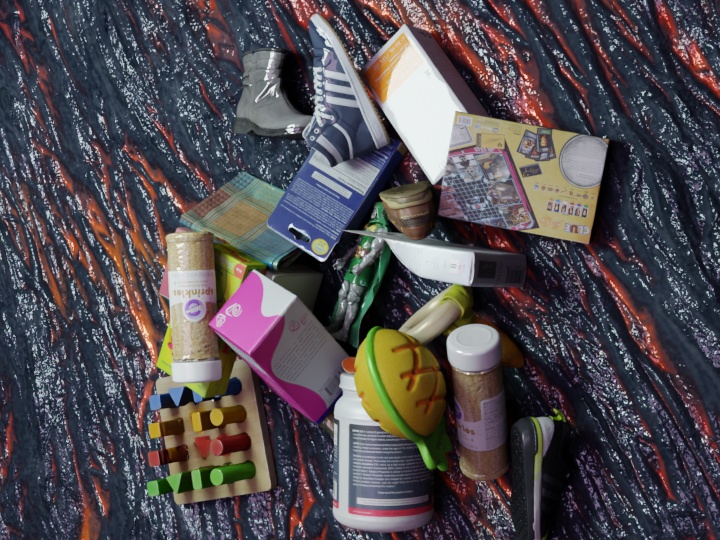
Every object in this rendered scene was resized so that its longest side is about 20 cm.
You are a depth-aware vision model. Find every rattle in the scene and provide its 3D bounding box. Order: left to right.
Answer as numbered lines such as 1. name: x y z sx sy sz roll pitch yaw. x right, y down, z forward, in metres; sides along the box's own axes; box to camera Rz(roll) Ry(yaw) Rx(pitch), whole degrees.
1. rattle: 0.095 0.116 1.636 0.200 0.130 0.143 -41 111 10

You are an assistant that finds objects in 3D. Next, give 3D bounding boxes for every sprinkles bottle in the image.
1. sprinkles bottle: -0.227 0.050 1.653 0.068 0.068 0.203 -4 90 33
2. sprinkles bottle: 0.153 0.170 1.557 0.068 0.068 0.202 12 124 32

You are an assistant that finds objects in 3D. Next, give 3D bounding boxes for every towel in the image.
1. towel: -0.148 -0.075 1.775 0.199 0.146 0.022 26 139 31

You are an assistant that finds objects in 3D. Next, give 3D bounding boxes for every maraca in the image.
1. maraca: 0.061 0.161 1.531 0.106 0.137 0.201 -25 108 24

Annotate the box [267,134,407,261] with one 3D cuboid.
1. box: -0.035 -0.118 1.721 0.121 0.032 0.201 32 86 28

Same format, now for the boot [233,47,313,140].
1. boot: -0.122 -0.260 1.769 0.199 0.069 0.133 13 98 47

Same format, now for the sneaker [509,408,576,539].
1. sneaker: 0.240 0.275 1.555 0.072 0.082 0.202 -124 29 -64

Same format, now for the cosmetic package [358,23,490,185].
1. cosmetic package: 0.095 -0.222 1.646 0.101 0.071 0.201 -43 69 26

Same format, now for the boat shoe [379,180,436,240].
1. boat shoe: 0.065 -0.078 1.604 0.071 0.200 0.068 -13 97 3

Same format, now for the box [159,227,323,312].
1. box: -0.176 0.020 1.793 0.199 0.127 0.110 25 104 30

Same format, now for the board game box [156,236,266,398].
1. board game box: -0.211 0.065 1.713 0.101 0.047 0.202 27 106 29

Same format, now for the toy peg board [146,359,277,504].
1. toy peg board: -0.247 0.252 1.861 0.198 0.097 0.202 -15 83 32

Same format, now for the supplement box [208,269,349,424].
1. supplement box: -0.101 0.106 1.669 0.103 0.200 0.101 30 74 41

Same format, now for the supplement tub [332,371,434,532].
1. supplement tub: 0.032 0.242 1.650 0.139 0.140 0.203 2 92 33

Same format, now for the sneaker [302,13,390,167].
1. sneaker: -0.049 -0.238 1.655 0.108 0.070 0.202 -27 103 1

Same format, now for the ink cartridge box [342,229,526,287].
1. ink cartridge box: 0.097 -0.015 1.592 0.198 0.162 0.058 6 93 32

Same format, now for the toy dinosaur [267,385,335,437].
1. toy dinosaur: -0.056 0.195 1.768 0.200 0.047 0.089 42 119 23

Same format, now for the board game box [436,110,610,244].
1. board game box: 0.205 -0.118 1.547 0.197 0.035 0.137 12 97 6

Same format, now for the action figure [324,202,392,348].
1. action figure: 0.000 0.000 1.707 0.118 0.054 0.202 19 89 64
